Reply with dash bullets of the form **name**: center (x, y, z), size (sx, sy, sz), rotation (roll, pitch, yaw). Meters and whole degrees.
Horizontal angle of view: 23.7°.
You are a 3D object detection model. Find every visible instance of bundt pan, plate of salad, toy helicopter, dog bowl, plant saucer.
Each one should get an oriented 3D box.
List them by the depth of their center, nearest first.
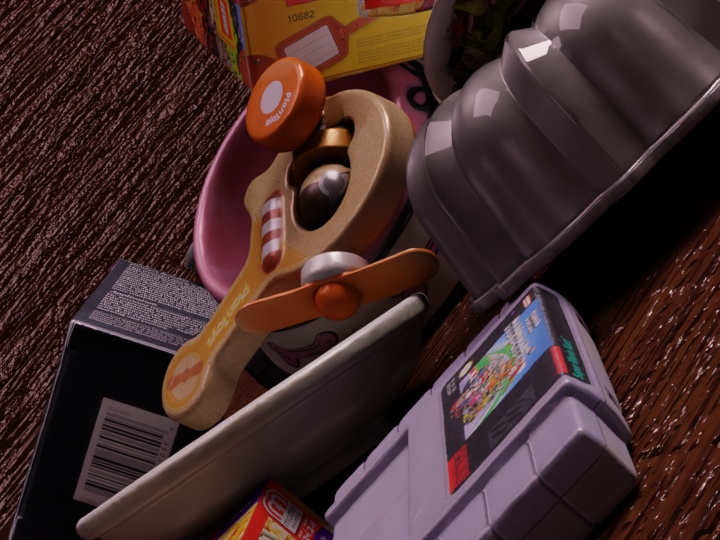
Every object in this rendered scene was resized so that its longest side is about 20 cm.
- **bundt pan**: center (0.095, -0.078, 0.725), size (0.202, 0.076, 0.202), rotation (-44, 1, 1)
- **plant saucer**: center (-0.040, 0.084, 0.822), size (0.199, 0.050, 0.200), rotation (-34, -1, -1)
- **plate of salad**: center (0.121, -0.139, 0.838), size (0.199, 0.048, 0.201), rotation (-26, -27, -14)
- **toy helicopter**: center (-0.035, 0.003, 0.855), size (0.201, 0.079, 0.132), rotation (-55, 38, 16)
- **dog bowl**: center (-0.015, -0.041, 0.979), size (0.199, 0.074, 0.201), rotation (-30, 44, 33)

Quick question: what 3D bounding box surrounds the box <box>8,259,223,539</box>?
- **box**: center (-0.143, 0.093, 1.125), size (0.200, 0.106, 0.149), rotation (-85, 13, -79)

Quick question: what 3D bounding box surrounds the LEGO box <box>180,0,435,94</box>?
- **LEGO box**: center (0.006, -0.174, 0.968), size (0.199, 0.078, 0.149), rotation (-15, 26, -16)

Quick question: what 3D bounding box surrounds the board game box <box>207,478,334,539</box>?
- **board game box**: center (-0.087, 0.191, 0.688), size (0.152, 0.046, 0.200), rotation (-47, 8, 24)

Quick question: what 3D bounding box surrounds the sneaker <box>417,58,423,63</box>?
- **sneaker**: center (0.046, -0.163, 1.231), size (0.200, 0.074, 0.116), rotation (-48, 5, 4)

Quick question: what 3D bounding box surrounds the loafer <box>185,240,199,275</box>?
- **loafer**: center (-0.035, -0.022, 1.177), size (0.199, 0.070, 0.075), rotation (-20, 5, 32)

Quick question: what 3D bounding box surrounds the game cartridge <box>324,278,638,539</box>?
- **game cartridge**: center (0.035, 0.073, 0.601), size (0.130, 0.038, 0.200), rotation (-53, 6, 11)

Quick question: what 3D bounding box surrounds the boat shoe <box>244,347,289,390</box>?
- **boat shoe**: center (0.000, 0.000, 1.077), size (0.200, 0.060, 0.074), rotation (-53, 8, -17)
